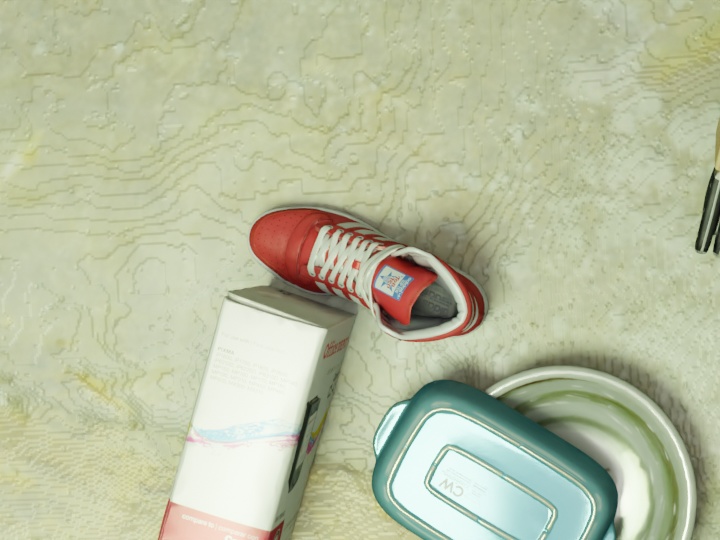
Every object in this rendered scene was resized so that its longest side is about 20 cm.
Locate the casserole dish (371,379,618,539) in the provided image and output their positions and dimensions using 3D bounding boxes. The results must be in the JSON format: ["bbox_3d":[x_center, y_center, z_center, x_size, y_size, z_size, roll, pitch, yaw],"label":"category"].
[{"bbox_3d":[0.098,0.166,1.113,0.199,0.039,0.122,31,95,7],"label":"casserole dish"}]

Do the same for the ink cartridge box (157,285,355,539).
[{"bbox_3d":[-0.077,0.121,1.131,0.085,0.148,0.201,18,95,7],"label":"ink cartridge box"}]

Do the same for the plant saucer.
[{"bbox_3d":[0.156,0.171,1.148,0.199,0.050,0.202,0,92,8],"label":"plant saucer"}]

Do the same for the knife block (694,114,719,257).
[{"bbox_3d":[0.283,-0.108,1.076,0.175,0.064,0.200,-31,109,27],"label":"knife block"}]

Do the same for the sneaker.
[{"bbox_3d":[0.000,0.000,1.134,0.199,0.112,0.072,19,94,7],"label":"sneaker"}]
